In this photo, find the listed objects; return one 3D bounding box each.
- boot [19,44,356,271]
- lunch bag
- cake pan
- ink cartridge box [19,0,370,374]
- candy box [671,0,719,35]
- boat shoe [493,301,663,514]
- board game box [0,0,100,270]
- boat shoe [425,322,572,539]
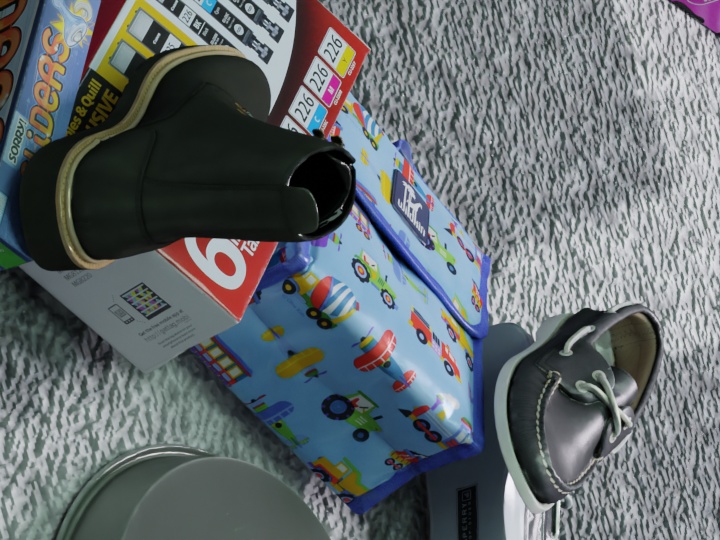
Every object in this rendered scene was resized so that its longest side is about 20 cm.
[{"bbox_3d":[-0.046,-0.049,1.298,0.200,0.138,0.078,-51,133,-56],"label":"boot"},{"bbox_3d":[0.000,0.000,1.548,0.151,0.094,0.200,46,34,-23],"label":"lunch bag"},{"bbox_3d":[-0.070,0.181,1.434,0.200,0.037,0.201,21,61,-43],"label":"cake pan"},{"bbox_3d":[-0.111,-0.085,1.437,0.175,0.084,0.200,41,48,-20],"label":"ink cartridge box"},{"bbox_3d":[0.291,-0.196,1.906,0.200,0.136,0.061,28,57,-38],"label":"candy box"},{"bbox_3d":[0.121,0.069,1.551,0.074,0.060,0.200,70,21,-10],"label":"boat shoe"},{"bbox_3d":[-0.185,-0.082,1.329,0.034,0.135,0.201,39,49,-39],"label":"board game box"},{"bbox_3d":[0.083,0.128,1.598,0.068,0.073,0.200,36,44,-44],"label":"boat shoe"}]
